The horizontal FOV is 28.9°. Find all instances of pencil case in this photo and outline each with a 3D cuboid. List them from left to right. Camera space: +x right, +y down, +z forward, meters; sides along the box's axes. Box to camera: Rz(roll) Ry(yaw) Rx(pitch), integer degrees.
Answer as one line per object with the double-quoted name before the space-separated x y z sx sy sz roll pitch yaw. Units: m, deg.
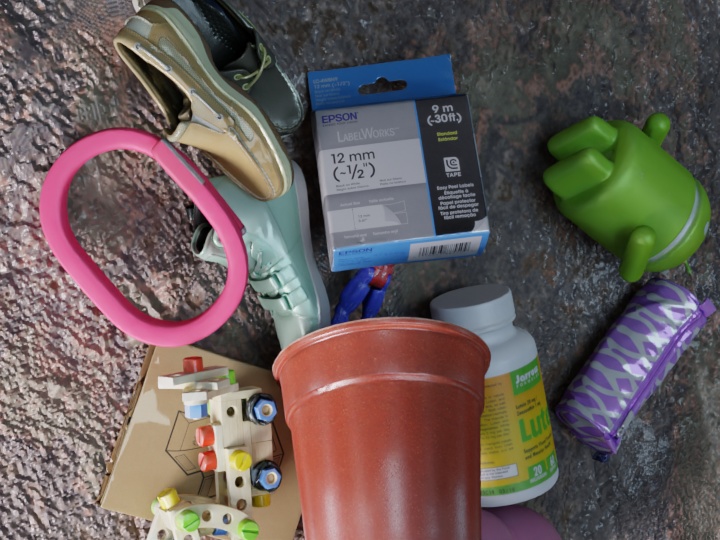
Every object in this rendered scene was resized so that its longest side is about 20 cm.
"pencil case" 0.290 0.102 1.493 0.084 0.085 0.201 44 74 -27

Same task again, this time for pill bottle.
"pill bottle" 0.127 0.121 1.388 0.110 0.111 0.202 -18 104 -26

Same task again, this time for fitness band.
"fitness band" -0.184 -0.029 1.201 0.143 0.037 0.200 -39 96 9

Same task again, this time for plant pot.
"plant pot" 0.025 0.173 1.223 0.199 0.201 0.197 13 58 -29

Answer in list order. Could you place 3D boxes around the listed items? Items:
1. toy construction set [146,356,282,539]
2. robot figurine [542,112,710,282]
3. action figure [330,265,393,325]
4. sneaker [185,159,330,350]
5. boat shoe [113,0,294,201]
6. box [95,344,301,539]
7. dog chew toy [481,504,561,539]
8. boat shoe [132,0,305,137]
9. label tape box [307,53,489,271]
"toy construction set" -0.135 0.165 1.240 0.130 0.092 0.202 -6 109 -27
"robot figurine" 0.281 -0.076 1.451 0.199 0.115 0.177 34 49 -27
"action figure" 0.000 0.000 1.340 0.065 0.099 0.201 20 107 -32
"sneaker" -0.099 0.006 1.270 0.117 0.073 0.203 -11 91 -34
"boat shoe" -0.139 -0.130 1.192 0.200 0.071 0.076 50 50 -13
"box" -0.129 0.163 1.301 0.199 0.021 0.165 21 85 -29
"dog chew toy" 0.115 0.289 1.379 0.199 0.124 0.126 17 87 -43
"boat shoe" -0.119 -0.191 1.248 0.202 0.060 0.072 44 75 -25
"label tape box" 0.031 -0.109 1.269 0.142 0.066 0.202 -7 74 -3
